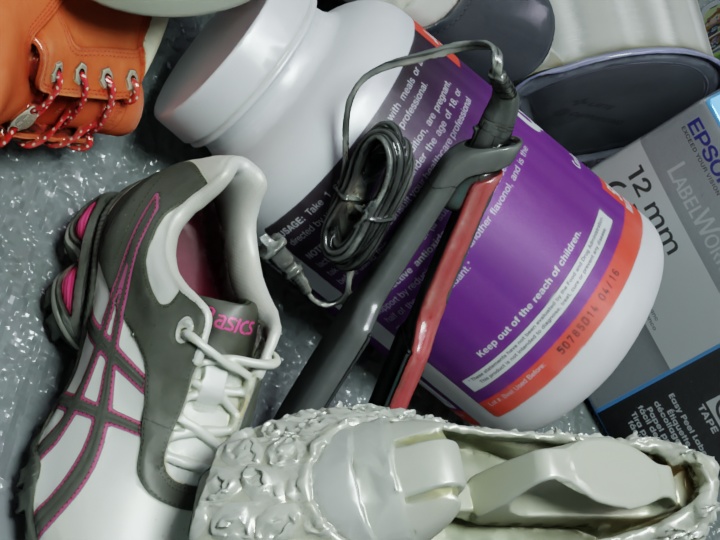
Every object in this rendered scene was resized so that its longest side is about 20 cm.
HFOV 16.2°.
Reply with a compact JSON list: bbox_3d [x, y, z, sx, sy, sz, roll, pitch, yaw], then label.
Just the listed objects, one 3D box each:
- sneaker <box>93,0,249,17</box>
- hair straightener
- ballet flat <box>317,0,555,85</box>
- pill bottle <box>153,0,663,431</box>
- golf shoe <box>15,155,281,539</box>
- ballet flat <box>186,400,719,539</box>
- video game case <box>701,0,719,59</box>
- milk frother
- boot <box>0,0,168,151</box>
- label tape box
[{"bbox_3d":[-0.033,-0.172,0.943,0.075,0.106,0.200,38,47,24],"label":"sneaker"},{"bbox_3d":[0.000,0.000,0.940,0.077,0.200,0.041,21,23,-10],"label":"hair straightener"},{"bbox_3d":[-0.011,-0.141,1.041,0.200,0.073,0.073,36,44,13],"label":"ballet flat"},{"bbox_3d":[0.018,-0.030,1.012,0.200,0.112,0.113,39,48,-17],"label":"pill bottle"},{"bbox_3d":[-0.072,0.051,0.913,0.077,0.088,0.200,16,59,-35],"label":"golf shoe"},{"bbox_3d":[0.039,0.075,0.889,0.200,0.072,0.072,3,65,-23],"label":"ballet flat"},{"bbox_3d":[0.213,-0.096,1.146,0.022,0.200,0.182,42,47,-20],"label":"video game case"},{"bbox_3d":[0.134,-0.168,1.123,0.180,0.200,0.189,4,65,-42],"label":"milk frother"},{"bbox_3d":[-0.124,-0.075,0.931,0.107,0.075,0.200,45,33,-22],"label":"boot"},{"bbox_3d":[0.169,-0.003,1.060,0.066,0.200,0.144,-23,82,-43],"label":"label tape box"}]
